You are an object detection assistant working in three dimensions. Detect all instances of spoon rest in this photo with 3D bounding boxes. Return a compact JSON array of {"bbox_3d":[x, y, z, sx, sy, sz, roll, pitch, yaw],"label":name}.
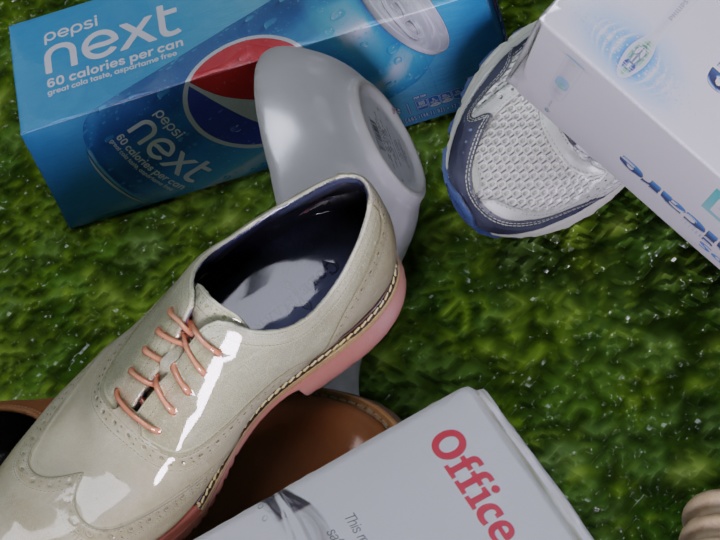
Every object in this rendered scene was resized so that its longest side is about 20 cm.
[{"bbox_3d":[0.000,0.000,1.094,0.061,0.099,0.200,-29,59,17],"label":"spoon rest"}]

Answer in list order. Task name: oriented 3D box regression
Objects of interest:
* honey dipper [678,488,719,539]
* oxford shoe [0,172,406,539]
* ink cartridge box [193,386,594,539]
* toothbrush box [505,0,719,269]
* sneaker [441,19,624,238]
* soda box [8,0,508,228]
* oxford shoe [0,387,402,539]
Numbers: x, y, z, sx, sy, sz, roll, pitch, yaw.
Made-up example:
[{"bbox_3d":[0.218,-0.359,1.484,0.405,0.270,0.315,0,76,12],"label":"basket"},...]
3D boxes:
[{"bbox_3d":[0.143,0.047,1.037,0.038,0.038,0.200,0,47,19],"label":"honey dipper"},{"bbox_3d":[-0.066,0.037,0.995,0.071,0.074,0.200,37,69,20],"label":"oxford shoe"},{"bbox_3d":[-0.006,0.152,0.965,0.200,0.083,0.145,-29,48,-6],"label":"ink cartridge box"},{"bbox_3d":[0.173,-0.101,1.026,0.146,0.085,0.200,42,79,4],"label":"toothbrush box"},{"bbox_3d":[0.117,-0.084,1.101,0.200,0.077,0.085,-37,5,-11],"label":"sneaker"},{"bbox_3d":[-0.041,-0.088,1.192,0.200,0.064,0.068,-17,48,6],"label":"soda box"},{"bbox_3d":[-0.079,0.076,1.051,0.200,0.071,0.071,-4,79,20],"label":"oxford shoe"}]
